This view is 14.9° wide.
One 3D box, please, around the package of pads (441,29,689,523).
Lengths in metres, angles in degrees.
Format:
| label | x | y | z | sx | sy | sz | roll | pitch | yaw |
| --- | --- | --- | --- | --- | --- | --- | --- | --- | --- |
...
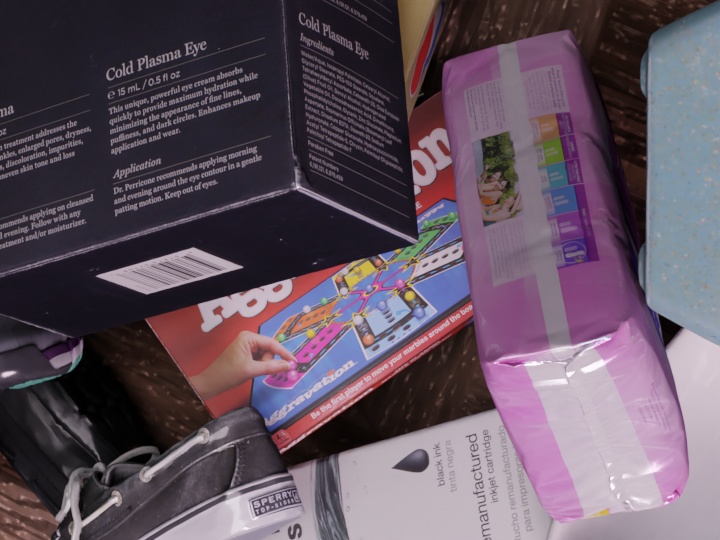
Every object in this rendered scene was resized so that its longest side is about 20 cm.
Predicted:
| label | x | y | z | sx | sy | sz | roll | pitch | yaw |
| --- | --- | --- | --- | --- | --- | --- | --- | --- | --- |
| package of pads | 0.090 | 0.002 | 1.231 | 0.076 | 0.121 | 0.200 | -14 | 45 | 7 |

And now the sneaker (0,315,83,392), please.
| label | x | y | z | sx | sy | sz | roll | pitch | yaw |
| --- | --- | --- | --- | --- | --- | --- | --- | --- | --- |
| sneaker | -0.178 | 0.006 | 1.371 | 0.074 | 0.200 | 0.088 | -13 | 99 | 3 |

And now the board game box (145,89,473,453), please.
| label | x | y | z | sx | sy | sz | roll | pitch | yaw |
| --- | --- | --- | --- | --- | --- | --- | --- | --- | --- |
| board game box | 0.000 | 0.000 | 1.346 | 0.200 | 0.019 | 0.103 | -35 | 78 | -7 |

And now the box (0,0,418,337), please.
| label | x | y | z | sx | sy | sz | roll | pitch | yaw |
| --- | --- | --- | --- | --- | --- | --- | --- | --- | --- |
| box | -0.087 | -0.085 | 1.252 | 0.200 | 0.104 | 0.182 | -15 | 70 | 29 |

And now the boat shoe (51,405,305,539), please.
| label | x | y | z | sx | sy | sz | roll | pitch | yaw |
| --- | --- | --- | --- | --- | --- | --- | --- | --- | --- |
| boat shoe | -0.111 | 0.121 | 1.333 | 0.199 | 0.074 | 0.068 | -32 | 75 | 44 |

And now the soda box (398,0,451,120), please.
| label | x | y | z | sx | sy | sz | roll | pitch | yaw |
| --- | --- | --- | --- | --- | --- | --- | --- | --- | --- |
| soda box | 0.015 | -0.149 | 1.321 | 0.064 | 0.068 | 0.200 | 20 | 87 | 7 |

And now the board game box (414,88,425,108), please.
| label | x | y | z | sx | sy | sz | roll | pitch | yaw |
| --- | --- | --- | --- | --- | --- | --- | --- | --- | --- |
| board game box | -0.079 | -0.085 | 1.367 | 0.200 | 0.023 | 0.105 | -27 | 81 | -8 |

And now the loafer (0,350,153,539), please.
| label | x | y | z | sx | sy | sz | roll | pitch | yaw |
| --- | --- | --- | --- | --- | --- | --- | --- | --- | --- |
| loafer | -0.126 | 0.128 | 1.436 | 0.070 | 0.068 | 0.201 | -48 | 70 | 27 |

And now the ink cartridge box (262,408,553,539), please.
| label | x | y | z | sx | sy | sz | roll | pitch | yaw |
| --- | --- | --- | --- | --- | --- | --- | --- | --- | --- |
| ink cartridge box | 0.026 | 0.158 | 1.335 | 0.200 | 0.083 | 0.147 | -18 | 70 | 28 |

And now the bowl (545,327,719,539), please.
| label | x | y | z | sx | sy | sz | roll | pitch | yaw |
| --- | --- | --- | --- | --- | --- | --- | --- | --- | --- |
| bowl | 0.200 | 0.126 | 1.249 | 0.199 | 0.075 | 0.200 | 28 | 59 | 19 |

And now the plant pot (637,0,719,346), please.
| label | x | y | z | sx | sy | sz | roll | pitch | yaw |
| --- | --- | --- | --- | --- | --- | --- | --- | --- | --- |
| plant pot | 0.221 | -0.044 | 1.176 | 0.200 | 0.196 | 0.196 | 2 | 95 | 10 |
